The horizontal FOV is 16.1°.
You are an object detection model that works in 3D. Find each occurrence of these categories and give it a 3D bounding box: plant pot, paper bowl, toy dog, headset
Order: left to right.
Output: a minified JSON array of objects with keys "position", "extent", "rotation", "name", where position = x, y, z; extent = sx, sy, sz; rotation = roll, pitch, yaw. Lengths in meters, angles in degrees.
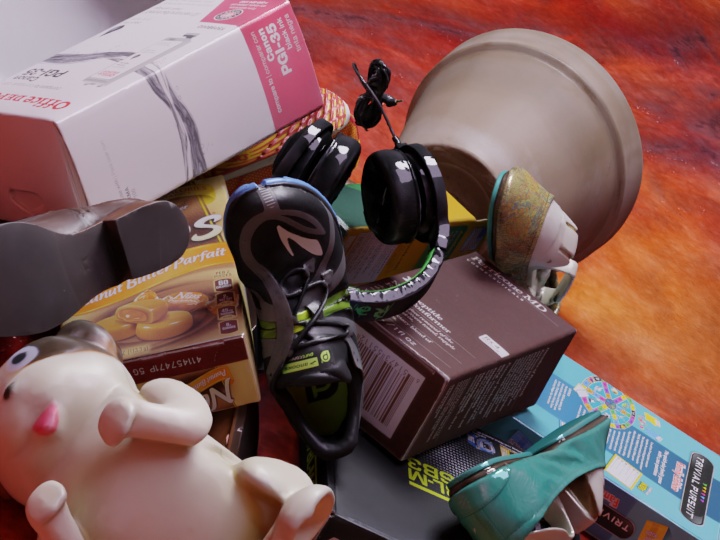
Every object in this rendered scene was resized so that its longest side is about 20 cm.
[{"position":[-0.231,-0.178,1.805],"extent":[0.200,0.104,0.202],"rotation":[6,80,-36],"name":"paper bowl"},{"position":[-0.122,0.113,1.424],"extent":[0.200,0.140,0.194],"rotation":[36,11,7],"name":"toy dog"},{"position":[-0.003,-0.051,1.679],"extent":[0.123,0.094,0.201],"rotation":[14,58,-7],"name":"headset"},{"position":[0.101,-0.070,2.002],"extent":[0.200,0.200,0.173],"rotation":[37,33,9],"name":"plant pot"}]

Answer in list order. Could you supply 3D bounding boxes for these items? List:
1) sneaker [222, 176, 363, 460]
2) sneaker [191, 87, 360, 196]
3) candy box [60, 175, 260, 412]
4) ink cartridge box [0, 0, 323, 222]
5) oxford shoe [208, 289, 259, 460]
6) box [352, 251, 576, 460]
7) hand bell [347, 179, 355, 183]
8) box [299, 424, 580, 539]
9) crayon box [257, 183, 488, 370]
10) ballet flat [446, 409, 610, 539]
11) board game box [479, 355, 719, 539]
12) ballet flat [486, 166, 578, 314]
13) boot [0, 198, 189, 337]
[{"position":[-0.032,0.030,1.557],"extent":[0.070,0.201,0.083],"rotation":[-17,32,-4],"name":"sneaker"},{"position":[-0.095,-0.064,1.789],"extent":[0.077,0.199,0.073],"rotation":[68,11,-51],"name":"sneaker"},{"position":[-0.130,0.020,1.615],"extent":[0.115,0.056,0.200],"rotation":[-12,32,0],"name":"candy box"},{"position":[-0.149,-0.108,1.697],"extent":[0.200,0.083,0.146],"rotation":[-30,24,-31],"name":"ink cartridge box"},{"position":[-0.098,0.080,1.626],"extent":[0.071,0.072,0.200],"rotation":[-1,31,-4],"name":"oxford shoe"},{"position":[0.055,0.055,1.723],"extent":[0.100,0.075,0.200],"rotation":[38,23,19],"name":"box"},{"position":[-0.047,-0.086,1.993],"extent":[0.200,0.104,0.104],"rotation":[42,21,-13],"name":"hand bell"},{"position":[0.053,0.158,1.666],"extent":[0.199,0.048,0.193],"rotation":[26,22,-14],"name":"box"},{"position":[0.000,0.000,1.803],"extent":[0.052,0.126,0.200],"rotation":[44,25,24],"name":"crayon box"},{"position":[0.120,0.145,1.656],"extent":[0.071,0.067,0.200],"rotation":[62,29,6],"name":"ballet flat"},{"position":[0.172,0.135,1.860],"extent":[0.199,0.047,0.151],"rotation":[33,24,-1],"name":"board game box"},{"position":[0.126,-0.014,1.841],"extent":[0.071,0.071,0.200],"rotation":[41,-18,18],"name":"ballet flat"},{"position":[-0.224,0.000,1.527],"extent":[0.186,0.065,0.200],"rotation":[-13,7,-36],"name":"boot"}]
